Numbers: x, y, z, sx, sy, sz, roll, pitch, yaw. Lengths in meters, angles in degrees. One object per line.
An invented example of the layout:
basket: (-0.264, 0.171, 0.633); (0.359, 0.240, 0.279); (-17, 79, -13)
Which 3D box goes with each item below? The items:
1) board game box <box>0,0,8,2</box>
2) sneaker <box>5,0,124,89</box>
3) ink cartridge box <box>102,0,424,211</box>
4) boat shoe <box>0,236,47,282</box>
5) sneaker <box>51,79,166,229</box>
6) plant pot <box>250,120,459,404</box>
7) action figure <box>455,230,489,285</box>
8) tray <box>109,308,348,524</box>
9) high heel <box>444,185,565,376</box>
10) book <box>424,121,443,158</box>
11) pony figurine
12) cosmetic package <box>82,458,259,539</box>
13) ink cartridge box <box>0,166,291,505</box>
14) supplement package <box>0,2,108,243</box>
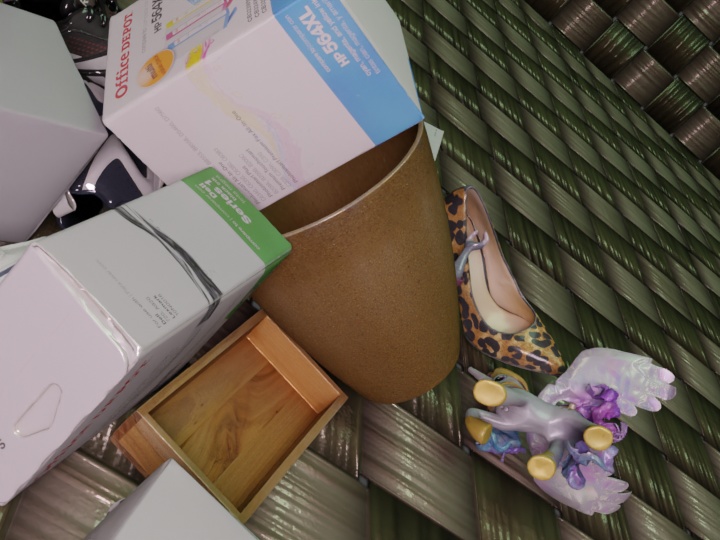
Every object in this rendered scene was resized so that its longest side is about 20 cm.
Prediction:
board game box: (-0.323, -0.239, 0.769); (0.199, 0.062, 0.200); (8, 41, 0)
sneaker: (-0.206, -0.184, 0.843); (0.199, 0.098, 0.071); (5, 41, -23)
ink cartridge box: (-0.079, -0.134, 0.720); (0.125, 0.199, 0.129); (48, 22, -40)
boat shoe: (-0.241, 0.011, 0.611); (0.066, 0.072, 0.200); (50, 34, -2)
sneaker: (-0.167, -0.045, 0.798); (0.199, 0.079, 0.130); (42, 35, -55)
plant pot: (0.000, 0.000, 0.820); (0.187, 0.186, 0.200); (-88, 154, -57)
action figure: (0.047, 0.014, 1.004); (0.200, 0.133, 0.150); (51, 46, -71)
tray: (-0.086, 0.104, 0.747); (0.099, 0.037, 0.200); (47, 26, 0)
high heel: (0.145, 0.011, 1.073); (0.071, 0.143, 0.200); (-27, 55, -35)
book: (-0.029, -0.128, 0.934); (0.199, 0.048, 0.134); (28, 30, -5)
pony figurine: (0.185, 0.141, 0.980); (0.192, 0.167, 0.200); (21, 6, 8)
cosmetic package: (-0.126, 0.191, 0.477); (0.085, 0.108, 0.200); (44, 27, -5)
ink cartridge box: (-0.148, 0.031, 0.629); (0.084, 0.146, 0.200); (46, 25, 2)
supplement package: (-0.283, -0.105, 0.653); (0.200, 0.117, 0.117); (9, 43, -51)
